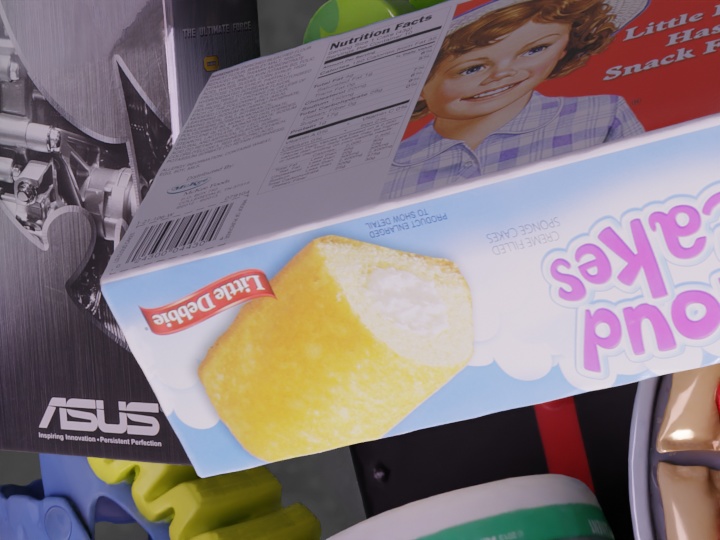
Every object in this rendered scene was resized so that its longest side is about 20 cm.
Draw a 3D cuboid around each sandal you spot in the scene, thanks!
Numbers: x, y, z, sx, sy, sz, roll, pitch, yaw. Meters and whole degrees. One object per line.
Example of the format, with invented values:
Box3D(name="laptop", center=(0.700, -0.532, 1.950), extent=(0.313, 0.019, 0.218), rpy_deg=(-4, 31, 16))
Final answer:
Box3D(name="sandal", center=(-0.057, 0.104, 0.891), extent=(0.087, 0.079, 0.200), rpy_deg=(-52, 57, 30))

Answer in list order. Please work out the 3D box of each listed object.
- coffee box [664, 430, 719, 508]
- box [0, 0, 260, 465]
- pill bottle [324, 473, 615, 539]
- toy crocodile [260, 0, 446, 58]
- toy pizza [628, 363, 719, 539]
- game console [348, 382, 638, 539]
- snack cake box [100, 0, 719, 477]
Box3D(name="coffee box", center=(0.162, 0.127, 0.767), extent=(0.123, 0.044, 0.200), rpy_deg=(-15, 93, -2))
Box3D(name="box", center=(-0.120, -0.026, 0.845), extent=(0.200, 0.048, 0.158), rpy_deg=(3, 101, 33))
Box3D(name="pill bottle", center=(0.048, 0.169, 0.775), extent=(0.113, 0.113, 0.200), rpy_deg=(-31, 69, 30))
Box3D(name="toy crocodile", center=(0.050, -0.060, 0.805), extent=(0.200, 0.068, 0.062), rpy_deg=(-8, 93, 27))
Box3D(name="toy pizza", center=(0.171, 0.053, 0.725), extent=(0.200, 0.032, 0.200), rpy_deg=(0, 87, -2))
Box3D(name="game console", center=(0.089, 0.115, 0.846), extent=(0.177, 0.031, 0.200), rpy_deg=(-12, 93, 36))
Box3D(name="snack cake box", center=(0.045, -0.024, 0.711), extent=(0.200, 0.115, 0.067), rpy_deg=(-14, 117, 23))
